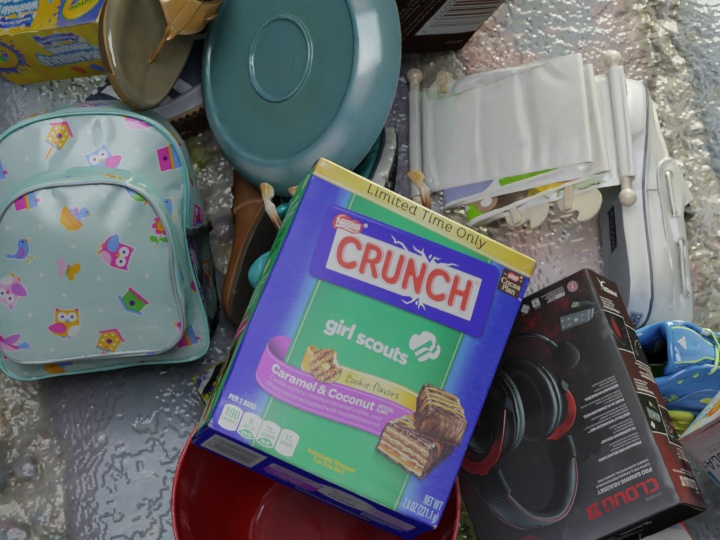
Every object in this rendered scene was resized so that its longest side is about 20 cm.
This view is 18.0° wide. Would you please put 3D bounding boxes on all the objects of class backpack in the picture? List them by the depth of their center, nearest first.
[{"bbox_3d":[-0.198,-0.025,1.672,0.175,0.153,0.201,-6,92,3],"label":"backpack"}]

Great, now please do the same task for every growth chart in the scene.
[{"bbox_3d":[0.119,-0.098,1.739,0.199,0.018,0.146,-5,71,28],"label":"growth chart"}]

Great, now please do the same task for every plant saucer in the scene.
[{"bbox_3d":[-0.053,-0.155,1.679,0.199,0.027,0.201,-5,83,43],"label":"plant saucer"}]

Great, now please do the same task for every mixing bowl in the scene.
[{"bbox_3d":[-0.030,0.177,1.601,0.199,0.108,0.201,0,68,1],"label":"mixing bowl"}]

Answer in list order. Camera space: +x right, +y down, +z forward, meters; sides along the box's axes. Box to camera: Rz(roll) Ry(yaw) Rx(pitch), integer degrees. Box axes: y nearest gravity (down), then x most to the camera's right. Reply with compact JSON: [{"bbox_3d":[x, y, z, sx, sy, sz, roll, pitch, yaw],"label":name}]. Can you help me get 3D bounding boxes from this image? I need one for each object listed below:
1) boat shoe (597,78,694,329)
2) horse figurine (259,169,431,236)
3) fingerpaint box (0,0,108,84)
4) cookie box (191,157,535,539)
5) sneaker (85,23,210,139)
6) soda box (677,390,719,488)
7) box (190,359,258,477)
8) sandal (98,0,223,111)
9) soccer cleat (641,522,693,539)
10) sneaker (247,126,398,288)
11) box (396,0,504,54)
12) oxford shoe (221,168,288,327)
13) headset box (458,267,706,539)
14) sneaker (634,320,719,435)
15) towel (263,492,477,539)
[{"bbox_3d":[0.222,-0.050,1.726,0.065,0.072,0.201,5,63,-13],"label":"boat shoe"},{"bbox_3d":[0.000,0.000,1.611,0.199,0.050,0.133,-6,78,-36],"label":"horse figurine"},{"bbox_3d":[-0.207,-0.237,1.762,0.199,0.073,0.168,-1,63,48],"label":"fingerpaint box"},{"bbox_3d":[0.003,0.053,1.524,0.170,0.075,0.201,25,72,-9],"label":"cookie box"},{"bbox_3d":[-0.176,-0.152,1.786,0.199,0.070,0.109,-22,75,-11],"label":"sneaker"},{"bbox_3d":[0.312,0.076,1.608,0.068,0.064,0.200,48,55,0],"label":"soda box"},{"bbox_3d":[-0.019,0.071,1.688,0.199,0.064,0.070,-29,32,-6],"label":"box"},{"bbox_3d":[-0.127,-0.208,1.662,0.054,0.080,0.201,-2,50,51],"label":"sandal"},{"bbox_3d":[0.186,0.178,1.659,0.076,0.067,0.200,-17,54,-42],"label":"soccer cleat"},{"bbox_3d":[-0.022,-0.046,1.704,0.079,0.078,0.200,19,44,9],"label":"sneaker"},{"bbox_3d":[0.024,-0.290,1.740,0.164,0.166,0.201,-10,63,-45],"label":"box"},{"bbox_3d":[-0.073,-0.048,1.758,0.071,0.071,0.201,5,71,38],"label":"oxford shoe"},{"bbox_3d":[0.142,0.122,1.595,0.148,0.075,0.201,-26,72,18],"label":"headset box"},{"bbox_3d":[0.259,0.079,1.656,0.199,0.105,0.076,-5,70,3],"label":"sneaker"},{"bbox_3d":[0.005,0.209,1.665,0.148,0.037,0.200,30,73,13],"label":"towel"}]
